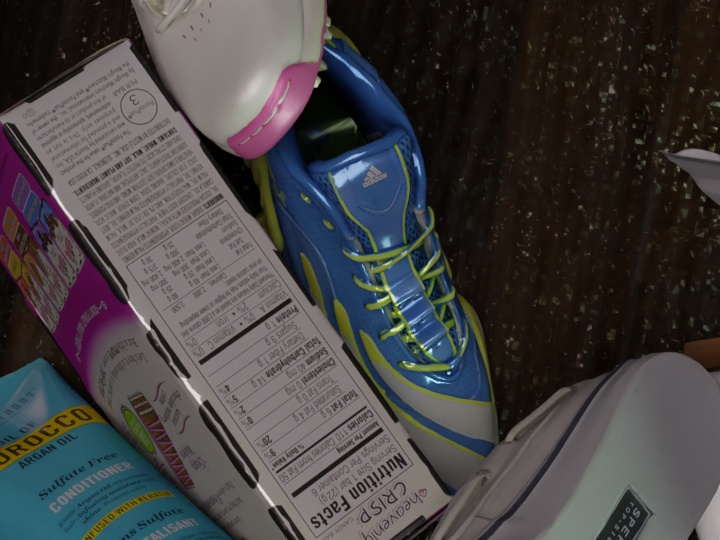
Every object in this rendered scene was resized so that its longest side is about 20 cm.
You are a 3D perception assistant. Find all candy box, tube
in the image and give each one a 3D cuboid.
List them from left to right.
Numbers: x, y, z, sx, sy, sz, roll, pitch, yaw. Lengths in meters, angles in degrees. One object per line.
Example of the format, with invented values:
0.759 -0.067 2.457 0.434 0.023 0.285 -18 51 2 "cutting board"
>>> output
-0.095 0.093 0.760 0.199 0.077 0.051 32 135 41 "tube"
-0.060 0.030 0.765 0.061 0.136 0.201 -33 86 -20 "candy box"

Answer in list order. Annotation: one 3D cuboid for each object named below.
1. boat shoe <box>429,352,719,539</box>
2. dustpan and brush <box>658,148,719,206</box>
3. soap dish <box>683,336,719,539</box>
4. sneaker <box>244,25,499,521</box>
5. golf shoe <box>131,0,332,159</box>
0.048 0.102 0.683 0.072 0.065 0.200 49 56 -19 "boat shoe"
0.220 0.000 0.758 0.200 0.139 0.057 39 85 -18 "dustpan and brush"
0.186 0.112 0.738 0.080 0.157 0.202 -17 88 -10 "soap dish"
0.000 0.000 0.774 0.075 0.105 0.202 -23 87 -3 "sneaker"
-0.071 -0.120 0.749 0.075 0.091 0.201 -46 42 24 "golf shoe"
